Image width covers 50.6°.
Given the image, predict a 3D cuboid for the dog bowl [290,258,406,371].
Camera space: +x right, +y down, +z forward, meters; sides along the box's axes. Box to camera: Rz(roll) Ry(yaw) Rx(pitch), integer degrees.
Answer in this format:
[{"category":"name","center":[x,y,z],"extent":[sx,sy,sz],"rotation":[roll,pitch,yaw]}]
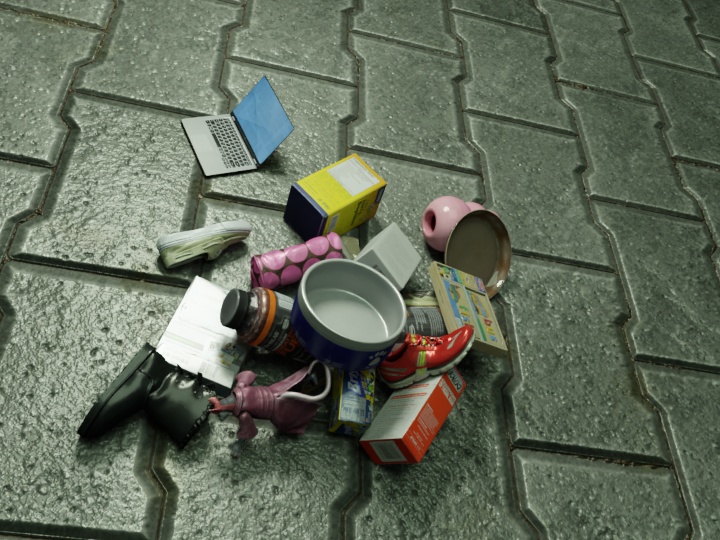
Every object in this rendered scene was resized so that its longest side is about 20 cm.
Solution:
[{"category":"dog bowl","center":[-0.021,0.076,1.346],"extent":[0.197,0.079,0.202],"rotation":[15,40,-13]}]

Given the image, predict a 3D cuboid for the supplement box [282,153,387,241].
[{"category":"supplement box","center":[-0.055,-0.153,1.671],"extent":[0.199,0.110,0.109],"rotation":[-31,66,-35]}]

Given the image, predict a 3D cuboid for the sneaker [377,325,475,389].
[{"category":"sneaker","center":[0.116,0.147,1.391],"extent":[0.086,0.198,0.077],"rotation":[57,16,-16]}]

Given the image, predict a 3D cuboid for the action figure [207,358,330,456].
[{"category":"action figure","center":[-0.160,0.230,1.289],"extent":[0.197,0.149,0.136],"rotation":[3,65,-34]}]

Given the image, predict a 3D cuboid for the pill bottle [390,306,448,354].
[{"category":"pill bottle","center":[0.117,0.125,1.502],"extent":[0.197,0.107,0.107],"rotation":[1,51,-19]}]

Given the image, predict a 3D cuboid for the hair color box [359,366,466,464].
[{"category":"hair color box","center":[0.097,0.257,1.378],"extent":[0.064,0.110,0.200],"rotation":[55,48,-17]}]

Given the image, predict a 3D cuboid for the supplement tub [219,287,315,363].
[{"category":"supplement tub","center":[-0.155,0.096,1.392],"extent":[0.198,0.107,0.108],"rotation":[21,43,-31]}]

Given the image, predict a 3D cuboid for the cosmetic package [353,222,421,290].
[{"category":"cosmetic package","center":[0.052,-0.016,1.551],"extent":[0.102,0.071,0.200],"rotation":[53,23,-5]}]

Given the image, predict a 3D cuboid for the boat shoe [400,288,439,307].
[{"category":"boat shoe","center":[0.170,0.068,1.592],"extent":[0.197,0.074,0.066],"rotation":[7,55,-14]}]

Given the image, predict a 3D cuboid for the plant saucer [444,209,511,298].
[{"category":"plant saucer","center":[0.250,-0.032,1.660],"extent":[0.198,0.204,0.032],"rotation":[-19,15,-32]}]

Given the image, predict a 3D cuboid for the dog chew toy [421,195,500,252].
[{"category":"dog chew toy","center":[0.239,-0.102,1.731],"extent":[0.197,0.125,0.126],"rotation":[2,50,-27]}]

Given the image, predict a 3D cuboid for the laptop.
[{"category":"laptop","center":[-0.283,-0.331,1.733],"extent":[0.197,0.117,0.189],"rotation":[-12,56,-27]}]

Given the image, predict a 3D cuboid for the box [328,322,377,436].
[{"category":"box","center":[-0.012,0.191,1.386],"extent":[0.063,0.070,0.203],"rotation":[14,58,-14]}]

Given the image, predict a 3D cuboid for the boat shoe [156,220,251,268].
[{"category":"boat shoe","center":[-0.310,-0.051,1.536],"extent":[0.197,0.072,0.063],"rotation":[-15,82,-25]}]

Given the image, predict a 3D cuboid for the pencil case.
[{"category":"pencil case","center":[-0.132,-0.014,1.547],"extent":[0.198,0.093,0.092],"rotation":[-16,103,-30]}]

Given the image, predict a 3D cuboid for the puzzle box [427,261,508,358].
[{"category":"puzzle box","center":[0.213,0.076,1.516],"extent":[0.132,0.025,0.202],"rotation":[20,37,-30]}]

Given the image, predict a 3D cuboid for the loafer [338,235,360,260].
[{"category":"loafer","center":[0.000,0.000,1.586],"extent":[0.069,0.076,0.202],"rotation":[-11,56,-22]}]

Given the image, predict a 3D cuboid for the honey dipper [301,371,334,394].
[{"category":"honey dipper","center":[-0.062,0.202,1.428],"extent":[0.198,0.038,0.038],"rotation":[-24,62,-29]}]

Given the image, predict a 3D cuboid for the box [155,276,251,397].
[{"category":"box","center":[-0.276,0.119,1.413],"extent":[0.154,0.041,0.202],"rotation":[22,49,-3]}]

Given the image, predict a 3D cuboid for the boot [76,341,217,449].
[{"category":"boot","center":[-0.348,0.235,1.271],"extent":[0.162,0.073,0.199],"rotation":[39,65,-5]}]
